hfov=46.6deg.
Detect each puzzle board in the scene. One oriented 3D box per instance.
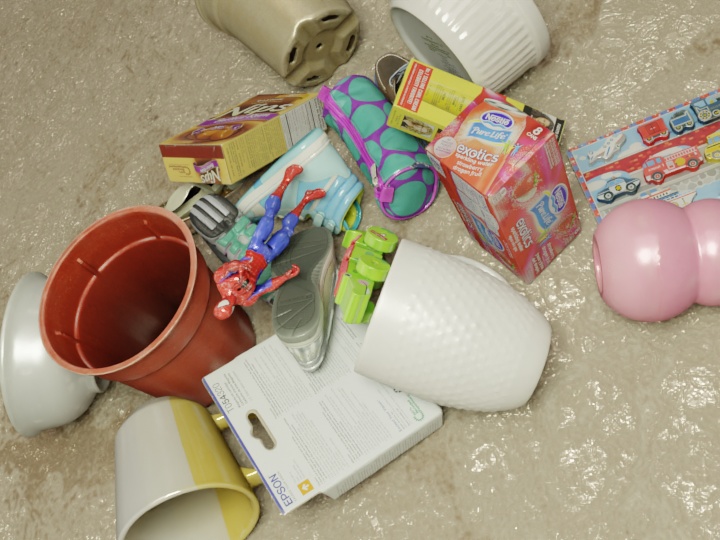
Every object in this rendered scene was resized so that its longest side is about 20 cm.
[{"bbox_3d":[0.352,-0.118,0.944,0.199,0.017,0.152,-22,57,11],"label":"puzzle board"}]

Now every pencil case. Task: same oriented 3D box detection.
[{"bbox_3d":[0.022,-0.160,1.059,0.085,0.092,0.201,-60,45,34],"label":"pencil case"}]

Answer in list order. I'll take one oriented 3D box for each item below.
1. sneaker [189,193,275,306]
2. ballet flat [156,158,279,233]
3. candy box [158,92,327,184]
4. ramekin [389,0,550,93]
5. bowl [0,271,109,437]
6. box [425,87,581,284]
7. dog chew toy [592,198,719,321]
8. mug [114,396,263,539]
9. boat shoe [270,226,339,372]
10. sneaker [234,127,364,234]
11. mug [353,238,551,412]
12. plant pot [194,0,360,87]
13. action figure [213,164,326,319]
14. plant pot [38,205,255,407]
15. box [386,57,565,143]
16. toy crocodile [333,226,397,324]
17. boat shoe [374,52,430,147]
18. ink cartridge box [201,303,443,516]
[{"bbox_3d":[-0.131,-0.014,1.064,0.074,0.088,0.200,-43,79,-15],"label":"sneaker"},{"bbox_3d":[-0.199,-0.110,1.135,0.199,0.067,0.068,-38,55,-1],"label":"ballet flat"},{"bbox_3d":[-0.149,-0.176,1.091,0.116,0.057,0.200,6,30,35],"label":"candy box"},{"bbox_3d":[0.126,-0.301,1.030,0.105,0.200,0.200,-45,56,-1],"label":"ramekin"},{"bbox_3d":[-0.360,0.102,1.028,0.089,0.202,0.203,-1,61,0],"label":"bowl"},{"bbox_3d":[0.158,-0.084,0.894,0.095,0.200,0.100,-44,56,-3],"label":"box"},{"bbox_3d":[0.338,-0.017,0.837,0.198,0.125,0.125,-8,60,9],"label":"dog chew toy"},{"bbox_3d":[-0.188,0.223,0.925,0.154,0.185,0.150,59,135,43],"label":"mug"},{"bbox_3d":[-0.060,0.025,0.959,0.074,0.065,0.203,-12,38,8],"label":"boat shoe"},{"bbox_3d":[-0.076,-0.078,1.066,0.200,0.131,0.080,-34,15,43],"label":"sneaker"},{"bbox_3d":[0.105,0.052,0.880,0.174,0.148,0.200,21,37,3],"label":"mug"},{"bbox_3d":[-0.104,-0.366,1.180,0.200,0.201,0.184,-38,67,-1],"label":"plant pot"},{"bbox_3d":[-0.094,-0.029,0.917,0.099,0.065,0.201,-6,47,54],"label":"action figure"},{"bbox_3d":[-0.230,0.060,0.976,0.199,0.195,0.202,-10,60,17],"label":"plant pot"},{"bbox_3d":[0.137,-0.176,0.991,0.199,0.050,0.076,22,70,0],"label":"box"},{"bbox_3d":[0.000,0.000,0.947,0.061,0.068,0.200,19,27,-1],"label":"toy crocodile"},{"bbox_3d":[0.073,-0.232,1.087,0.072,0.072,0.200,-36,56,0],"label":"boat shoe"},{"bbox_3d":[-0.044,0.145,0.920,0.199,0.043,0.197,-30,55,-14],"label":"ink cartridge box"}]
